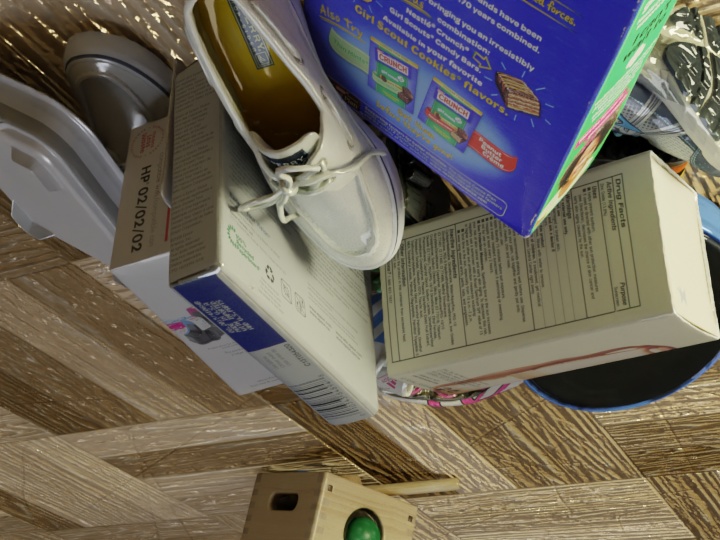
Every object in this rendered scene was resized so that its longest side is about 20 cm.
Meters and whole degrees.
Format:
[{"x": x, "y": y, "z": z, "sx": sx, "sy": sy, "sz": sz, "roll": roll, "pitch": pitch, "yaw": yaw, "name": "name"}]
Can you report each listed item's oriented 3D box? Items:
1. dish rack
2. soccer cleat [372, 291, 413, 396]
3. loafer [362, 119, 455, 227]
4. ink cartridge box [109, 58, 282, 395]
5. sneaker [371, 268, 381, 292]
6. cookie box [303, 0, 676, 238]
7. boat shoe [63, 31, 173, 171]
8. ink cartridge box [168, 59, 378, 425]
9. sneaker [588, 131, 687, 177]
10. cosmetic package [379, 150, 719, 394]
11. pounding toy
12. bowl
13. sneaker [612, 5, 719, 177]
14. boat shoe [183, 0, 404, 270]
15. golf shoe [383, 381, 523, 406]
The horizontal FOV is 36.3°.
[{"x": -0.217, "y": -0.061, "z": 0.757, "sx": 0.170, "sy": 0.044, "sz": 0.201, "roll": 26, "pitch": 159, "yaw": 28, "name": "dish rack"}, {"x": 0.000, "y": 0.056, "z": 0.822, "sx": 0.196, "sy": 0.088, "sz": 0.070, "roll": -8, "pitch": 140, "yaw": 9, "name": "soccer cleat"}, {"x": 0.043, "y": -0.050, "z": 0.778, "sx": 0.062, "sy": 0.073, "sz": 0.200, "roll": -2, "pitch": 159, "yaw": 16, "name": "loafer"}, {"x": -0.097, "y": -0.023, "z": 0.707, "sx": 0.067, "sy": 0.117, "sz": 0.201, "roll": -15, "pitch": 140, "yaw": 18, "name": "ink cartridge box"}, {"x": 0.000, "y": 0.000, "z": 0.876, "sx": 0.088, "sy": 0.078, "sz": 0.199, "roll": -22, "pitch": 143, "yaw": 27, "name": "sneaker"}, {"x": 0.060, "y": -0.136, "z": 0.542, "sx": 0.170, "sy": 0.075, "sz": 0.201, "roll": 37, "pitch": 153, "yaw": 12, "name": "cookie box"}, {"x": -0.145, "y": -0.080, "z": 0.760, "sx": 0.072, "sy": 0.066, "sz": 0.201, "roll": -5, "pitch": 148, "yaw": 19, "name": "boat shoe"}, {"x": -0.049, "y": -0.034, "z": 0.682, "sx": 0.043, "sy": 0.203, "sz": 0.197, "roll": -18, "pitch": 144, "yaw": 19, "name": "ink cartridge box"}, {"x": 0.116, "y": -0.072, "z": 0.721, "sx": 0.196, "sy": 0.071, "sz": 0.091, "roll": 4, "pitch": 148, "yaw": -1, "name": "sneaker"}, {"x": 0.116, "y": 0.009, "z": 0.705, "sx": 0.197, "sy": 0.106, "sz": 0.087, "roll": -15, "pitch": 158, "yaw": 34, "name": "cosmetic package"}, {"x": -0.013, "y": 0.309, "z": 1.379, "sx": 0.182, "sy": 0.145, "sz": 0.198, "roll": 27, "pitch": 155, "yaw": -32, "name": "pounding toy"}, {"x": 0.199, "y": 0.028, "z": 0.833, "sx": 0.196, "sy": 0.040, "sz": 0.203, "roll": -4, "pitch": 128, "yaw": -5, "name": "bowl"}, {"x": 0.155, "y": -0.118, "z": 0.646, "sx": 0.199, "sy": 0.079, "sz": 0.086, "roll": 34, "pitch": 148, "yaw": -25, "name": "sneaker"}, {"x": -0.034, "y": -0.067, "z": 0.577, "sx": 0.073, "sy": 0.087, "sz": 0.204, "roll": -13, "pitch": 123, "yaw": 19, "name": "boat shoe"}, {"x": 0.092, "y": 0.083, "z": 0.947, "sx": 0.196, "sy": 0.074, "sz": 0.092, "roll": -7, "pitch": 158, "yaw": -24, "name": "golf shoe"}]
